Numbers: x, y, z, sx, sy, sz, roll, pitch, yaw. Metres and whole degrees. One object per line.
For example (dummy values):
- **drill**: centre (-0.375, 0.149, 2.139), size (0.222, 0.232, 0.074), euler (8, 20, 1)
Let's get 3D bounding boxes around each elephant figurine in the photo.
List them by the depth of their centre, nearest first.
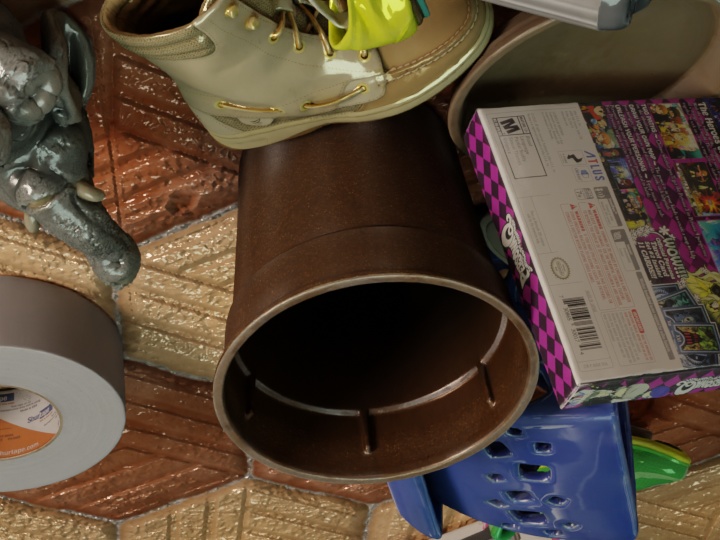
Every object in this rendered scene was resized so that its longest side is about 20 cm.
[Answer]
- **elephant figurine**: centre (-0.212, -0.089, 1.027), size (0.141, 0.156, 0.200), euler (18, 179, 21)

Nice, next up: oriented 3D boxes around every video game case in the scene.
- **video game case**: centre (0.176, -0.017, 1.058), size (0.181, 0.201, 0.036), euler (-6, 149, -22)

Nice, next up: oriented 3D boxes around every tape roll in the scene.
- **tape roll**: centre (-0.277, 0.089, 1.287), size (0.199, 0.066, 0.201), euler (-5, 143, -4)

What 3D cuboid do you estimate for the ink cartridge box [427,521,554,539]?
- **ink cartridge box**: centre (0.132, 0.309, 1.588), size (0.200, 0.148, 0.086), euler (-25, 141, 19)

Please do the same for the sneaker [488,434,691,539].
- **sneaker**: centre (0.195, 0.192, 1.479), size (0.199, 0.084, 0.074), euler (-17, 158, 29)

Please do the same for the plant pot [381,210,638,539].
- **plant pot**: centre (0.102, 0.078, 1.245), size (0.179, 0.201, 0.200), euler (-6, 144, 9)

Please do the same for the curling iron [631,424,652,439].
- **curling iron**: centre (0.168, 0.127, 1.460), size (0.199, 0.026, 0.050), euler (8, 161, -28)

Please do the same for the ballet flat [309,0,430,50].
- **ballet flat**: centre (-0.020, -0.195, 0.901), size (0.067, 0.067, 0.200), euler (-22, 132, 2)

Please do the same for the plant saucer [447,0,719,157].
- **plant saucer**: centre (0.149, -0.126, 1.086), size (0.199, 0.030, 0.200), euler (-13, 156, -6)

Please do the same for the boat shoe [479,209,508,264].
- **boat shoe**: centre (0.177, -0.005, 1.123), size (0.200, 0.063, 0.073), euler (29, 150, 17)

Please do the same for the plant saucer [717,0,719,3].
- **plant saucer**: centre (0.173, -0.224, 0.857), size (0.027, 0.201, 0.200), euler (-7, 145, 18)

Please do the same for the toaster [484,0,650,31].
- **toaster**: centre (0.093, -0.190, 0.887), size (0.129, 0.200, 0.114), euler (13, 109, 12)

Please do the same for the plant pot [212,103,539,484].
- **plant pot**: centre (0.000, 0.000, 1.105), size (0.199, 0.199, 0.201), euler (-4, 137, -4)

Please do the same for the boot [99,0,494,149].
- **boot**: centre (-0.035, -0.148, 1.005), size (0.199, 0.073, 0.155), euler (-15, 153, 19)
